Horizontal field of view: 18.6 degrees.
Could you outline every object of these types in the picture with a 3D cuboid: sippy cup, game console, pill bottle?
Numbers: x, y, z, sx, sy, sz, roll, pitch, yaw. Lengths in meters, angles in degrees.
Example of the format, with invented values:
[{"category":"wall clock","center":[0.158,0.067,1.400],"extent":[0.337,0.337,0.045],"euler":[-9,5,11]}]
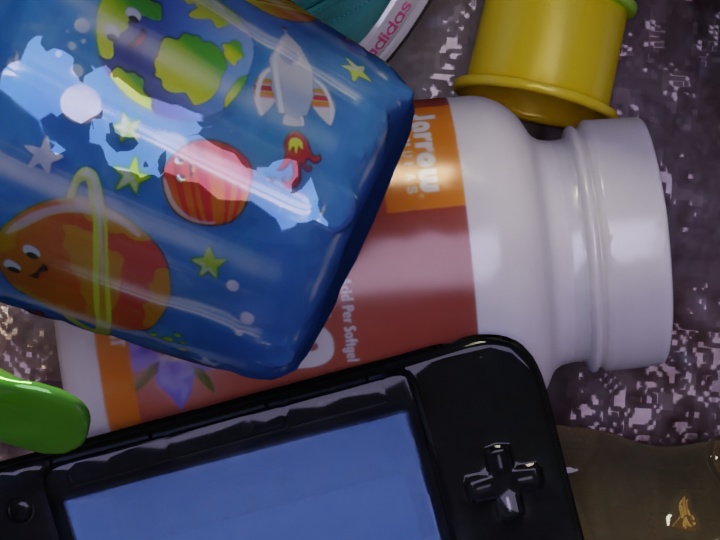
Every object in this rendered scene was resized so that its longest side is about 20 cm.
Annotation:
[{"category":"sippy cup","center":[-0.059,-0.036,0.634],"extent":[0.130,0.140,0.179],"euler":[24,92,2]},{"category":"game console","center":[-0.020,0.131,0.652],"extent":[0.199,0.118,0.172],"euler":[-15,99,1]},{"category":"pill bottle","center":[0.000,0.000,0.741],"extent":[0.199,0.112,0.113],"euler":[-6,87,-1]}]

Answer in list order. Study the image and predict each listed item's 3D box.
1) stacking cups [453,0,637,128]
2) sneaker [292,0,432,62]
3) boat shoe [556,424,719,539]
[{"category":"stacking cups","center":[0.083,-0.153,0.782],"extent":[0.060,0.061,0.201],"euler":[13,82,0]},{"category":"sneaker","center":[-0.006,-0.169,0.738],"extent":[0.083,0.121,0.201],"euler":[28,91,41]},{"category":"boat shoe","center":[0.121,0.099,0.762],"extent":[0.199,0.068,0.072],"euler":[9,63,1]}]
